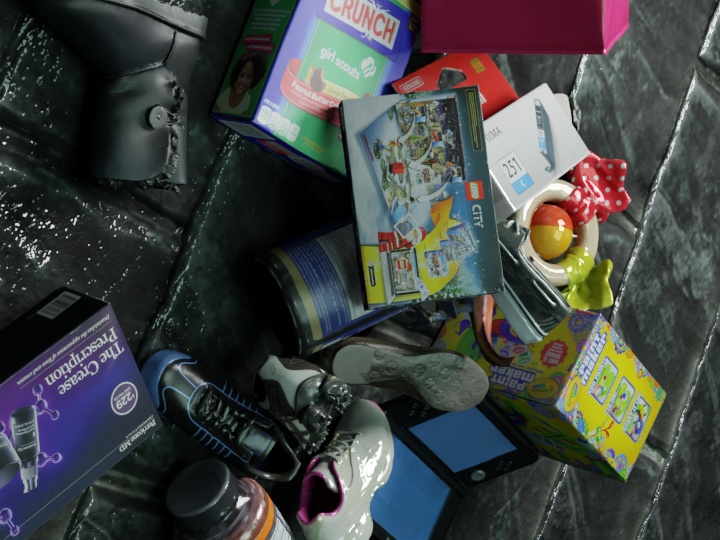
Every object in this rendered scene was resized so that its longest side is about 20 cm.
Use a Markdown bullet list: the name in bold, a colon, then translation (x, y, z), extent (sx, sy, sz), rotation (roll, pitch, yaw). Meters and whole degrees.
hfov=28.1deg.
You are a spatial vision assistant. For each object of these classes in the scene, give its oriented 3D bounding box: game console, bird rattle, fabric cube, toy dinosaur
- **game console**: translation (0.095, 0.235, 1.642), extent (0.200, 0.175, 0.117), rotation (46, 29, -42)
- **bird rattle**: translation (0.251, -0.050, 1.749), extent (0.162, 0.112, 0.203), rotation (9, 91, -30)
- **fabric cube**: translation (0.173, -0.337, 1.478), extent (0.200, 0.194, 0.202), rotation (-47, 136, -66)
- **toy dinosaur**: translation (0.120, 0.000, 1.594), extent (0.200, 0.105, 0.181), rotation (48, 49, 1)

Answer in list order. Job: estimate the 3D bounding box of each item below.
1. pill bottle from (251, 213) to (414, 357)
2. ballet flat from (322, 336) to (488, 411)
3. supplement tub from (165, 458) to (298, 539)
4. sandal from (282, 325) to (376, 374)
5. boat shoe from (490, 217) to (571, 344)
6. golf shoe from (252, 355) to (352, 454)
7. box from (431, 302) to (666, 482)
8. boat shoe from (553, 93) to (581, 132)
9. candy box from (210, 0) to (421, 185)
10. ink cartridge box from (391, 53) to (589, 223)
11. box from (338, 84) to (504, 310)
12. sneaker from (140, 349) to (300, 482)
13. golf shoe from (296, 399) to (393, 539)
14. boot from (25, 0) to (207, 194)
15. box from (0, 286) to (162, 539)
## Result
- **pill bottle**: translation (0.000, 0.000, 1.451), extent (0.198, 0.112, 0.113), rotation (-24, 118, -18)
- **ballet flat**: translation (0.048, 0.106, 1.532), extent (0.198, 0.046, 0.068), rotation (12, 100, -27)
- **supplement tub**: translation (-0.120, 0.279, 1.443), extent (0.107, 0.106, 0.201), rotation (-48, 129, -26)
- **sandal**: translation (-0.007, 0.048, 1.540), extent (0.201, 0.048, 0.075), rotation (-56, 132, -18)
- **boat shoe**: translation (0.148, -0.023, 1.497), extent (0.201, 0.071, 0.072), rotation (56, 13, -1)
- **golf shoe**: translation (-0.062, 0.126, 1.463), extent (0.078, 0.094, 0.200), rotation (-56, 172, -17)
- **box**: translation (0.215, 0.129, 1.678), extent (0.193, 0.199, 0.123), rotation (44, 69, -43)
- **boat shoe**: translation (0.144, -0.154, 1.631), extent (0.198, 0.093, 0.076), rotation (-5, 85, -14)
- **candy box**: translation (-0.037, -0.208, 1.425), extent (0.168, 0.077, 0.202), rotation (27, 79, -45)
- **ink cartridge box**: translation (0.140, -0.157, 1.504), extent (0.177, 0.045, 0.200), rotation (56, 38, -1)
- **box**: translation (0.058, -0.070, 1.385), extent (0.135, 0.038, 0.203), rotation (-7, 87, -8)
- **sneaker**: translation (-0.132, 0.145, 1.416), extent (0.200, 0.077, 0.071), rotation (44, 69, -42)
- **golf shoe**: translation (-0.017, 0.211, 1.519), extent (0.092, 0.075, 0.201), rotation (56, 35, -42)
- **boot**: translation (-0.217, -0.157, 1.254), extent (0.199, 0.076, 0.170), rotation (8, 90, -52)
- **box**: translation (-0.288, 0.131, 1.257), extent (0.200, 0.078, 0.142), rotation (-40, 128, -32)
